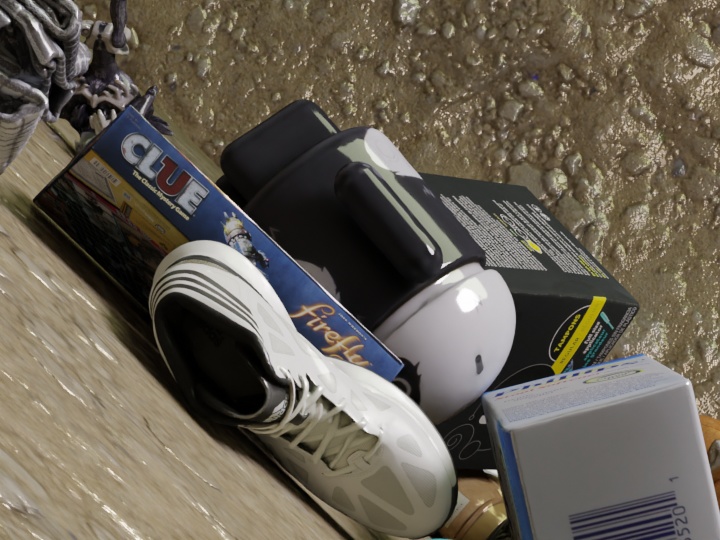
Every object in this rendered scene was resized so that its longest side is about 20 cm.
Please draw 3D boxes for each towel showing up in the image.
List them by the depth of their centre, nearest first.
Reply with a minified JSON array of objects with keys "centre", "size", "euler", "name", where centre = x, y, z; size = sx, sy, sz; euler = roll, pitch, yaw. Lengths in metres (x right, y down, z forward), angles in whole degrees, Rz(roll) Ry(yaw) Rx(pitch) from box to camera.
[{"centre":[-0.218,-0.150,1.323],"size":[0.200,0.086,0.166],"euler":[44,-13,-1],"name":"towel"}]

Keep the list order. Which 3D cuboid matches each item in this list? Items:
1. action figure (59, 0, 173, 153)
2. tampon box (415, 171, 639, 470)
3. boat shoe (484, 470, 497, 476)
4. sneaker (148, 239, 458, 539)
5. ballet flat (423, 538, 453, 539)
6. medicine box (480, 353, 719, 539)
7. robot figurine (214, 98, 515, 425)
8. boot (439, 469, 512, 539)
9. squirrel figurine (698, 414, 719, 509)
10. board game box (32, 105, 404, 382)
[{"centre":[-0.204,-0.146,1.976],"size":[0.118,0.102,0.201],"euler":[16,-50,18],"name":"action figure"},{"centre":[0.052,0.034,1.720],"size":[0.199,0.150,0.126],"euler":[4,36,-52],"name":"tampon box"},{"centre":[0.125,0.204,2.009],"size":[0.199,0.074,0.067],"euler":[35,16,3],"name":"boat shoe"},{"centre":[-0.035,0.078,1.336],"size":[0.200,0.076,0.115],"euler":[43,15,-8],"name":"sneaker"},{"centre":[0.072,0.182,1.230],"size":[0.200,0.069,0.071],"euler":[42,22,-57],"name":"ballet flat"},{"centre":[0.137,0.150,1.427],"size":[0.200,0.102,0.183],"euler":[-117,-166,-88],"name":"medicine box"},{"centre":[-0.001,0.000,1.535],"size":[0.200,0.125,0.150],"euler":[50,16,13],"name":"robot figurine"},{"centre":[0.037,0.118,1.834],"size":[0.200,0.066,0.175],"euler":[43,1,18],"name":"boot"},{"centre":[0.196,0.192,1.677],"size":[0.200,0.187,0.141],"euler":[45,2,36],"name":"squirrel figurine"},{"centre":[-0.080,0.006,1.445],"size":[0.200,0.035,0.135],"euler":[44,-22,-8],"name":"board game box"}]
